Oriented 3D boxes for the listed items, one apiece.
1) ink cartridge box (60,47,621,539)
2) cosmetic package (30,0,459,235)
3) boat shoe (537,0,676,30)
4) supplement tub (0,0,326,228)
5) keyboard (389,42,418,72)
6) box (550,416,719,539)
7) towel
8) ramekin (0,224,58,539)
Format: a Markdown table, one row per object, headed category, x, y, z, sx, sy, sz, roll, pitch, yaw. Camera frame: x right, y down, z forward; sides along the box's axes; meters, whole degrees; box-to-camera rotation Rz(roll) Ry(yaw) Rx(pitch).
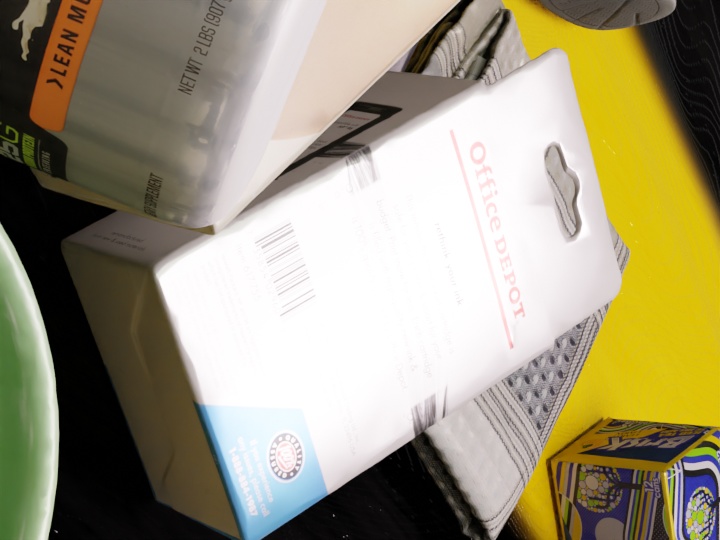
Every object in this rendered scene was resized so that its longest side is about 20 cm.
| category | x | y | z | sx | sy | sz | roll | pitch | yaw |
| --- | --- | --- | --- | --- | --- | --- | --- | --- | --- |
| ink cartridge box | 0.000 | 0.000 | 0.724 | 0.200 | 0.068 | 0.116 | -30 | 116 | -30 |
| cosmetic package | -0.030 | -0.108 | 0.662 | 0.200 | 0.105 | 0.071 | -47 | 129 | -27 |
| boat shoe | 0.086 | -0.173 | 0.875 | 0.202 | 0.074 | 0.065 | 23 | 62 | -50 |
| supplement tub | -0.106 | -0.101 | 0.508 | 0.123 | 0.200 | 0.123 | -158 | -90 | -89 |
| keyboard | -0.037 | -0.150 | 0.751 | 0.200 | 0.040 | 0.104 | 30 | 87 | -48 |
| box | 0.155 | 0.181 | 0.972 | 0.064 | 0.070 | 0.200 | -27 | 112 | -47 |
| towel | 0.059 | -0.008 | 0.870 | 0.193 | 0.035 | 0.200 | -59 | 133 | -33 |
| ramekin | -0.185 | 0.049 | 0.499 | 0.200 | 0.098 | 0.200 | -1 | 92 | -53 |
